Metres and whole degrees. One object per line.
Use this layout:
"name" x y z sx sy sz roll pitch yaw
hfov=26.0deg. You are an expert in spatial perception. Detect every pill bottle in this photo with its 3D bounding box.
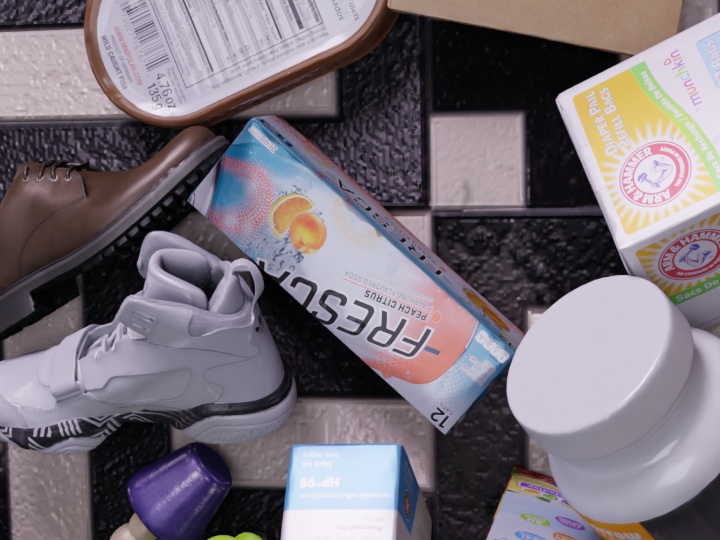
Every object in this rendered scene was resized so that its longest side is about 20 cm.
"pill bottle" 0.167 0.101 0.799 0.116 0.117 0.200 -37 121 13

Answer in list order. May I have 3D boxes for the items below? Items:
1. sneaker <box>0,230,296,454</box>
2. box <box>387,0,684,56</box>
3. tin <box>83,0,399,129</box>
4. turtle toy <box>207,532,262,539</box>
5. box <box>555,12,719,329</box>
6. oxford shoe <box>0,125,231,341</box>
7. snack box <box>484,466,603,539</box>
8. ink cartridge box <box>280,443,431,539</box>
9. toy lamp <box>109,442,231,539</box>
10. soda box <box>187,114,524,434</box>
"sneaker" -0.139 0.040 0.901 0.197 0.076 0.116 -2 126 8
"box" 0.111 -0.228 0.852 0.161 0.021 0.203 10 98 0
"tin" -0.068 -0.154 0.905 0.198 0.042 0.113 -23 95 13
"turtle toy" -0.079 0.257 0.914 0.145 0.100 0.203 3 99 42
"box" 0.217 -0.068 0.797 0.198 0.101 0.113 -26 52 14
"oxford shoe" -0.167 -0.037 0.921 0.199 0.073 0.085 -30 86 13
"snack box" 0.079 0.213 0.829 0.067 0.200 0.171 16 100 10
"ink cartridge box" -0.006 0.208 0.841 0.066 0.116 0.202 -1 59 11
"toy lamp" -0.158 0.181 0.949 0.058 0.058 0.200 46 103 4
"soda box" 0.000 0.000 0.888 0.200 0.068 0.064 41 102 4
